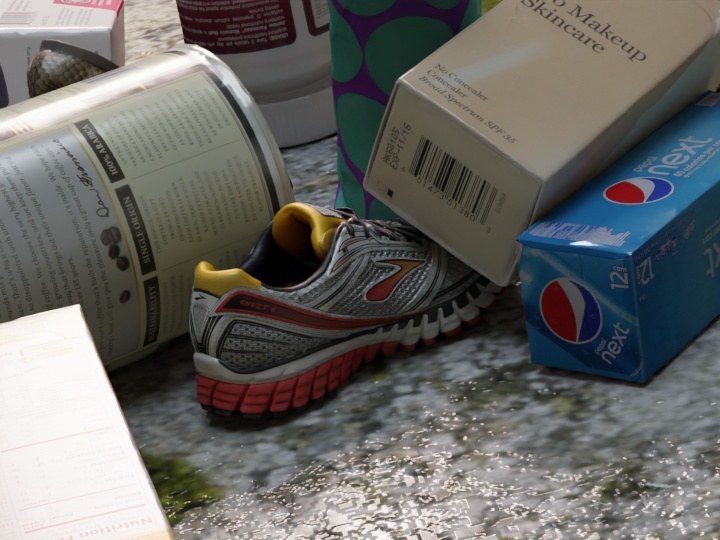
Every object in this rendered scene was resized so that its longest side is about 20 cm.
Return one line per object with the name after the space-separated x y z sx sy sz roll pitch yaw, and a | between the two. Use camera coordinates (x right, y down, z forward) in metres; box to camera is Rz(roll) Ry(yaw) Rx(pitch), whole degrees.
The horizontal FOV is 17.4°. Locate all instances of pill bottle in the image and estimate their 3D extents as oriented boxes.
-0.065 -0.185 1.481 0.109 0.200 0.110 -10 22 4 | pill bottle

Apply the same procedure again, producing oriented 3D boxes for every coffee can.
-0.151 -0.015 1.178 0.200 0.147 0.146 -22 24 -27 | coffee can

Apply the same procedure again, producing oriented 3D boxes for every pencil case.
0.019 -0.102 1.236 0.092 0.200 0.085 21 45 30 | pencil case

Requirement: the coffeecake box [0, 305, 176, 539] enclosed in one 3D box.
-0.096 0.125 0.777 0.073 0.154 0.200 -13 26 -11 | coffeecake box

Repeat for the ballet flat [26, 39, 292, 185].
-0.113 -0.070 1.316 0.067 0.046 0.200 10 -13 40 | ballet flat

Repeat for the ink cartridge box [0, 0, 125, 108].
-0.256 -0.129 1.534 0.200 0.084 0.145 0 15 -3 | ink cartridge box

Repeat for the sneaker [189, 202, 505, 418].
0.000 0.000 1.153 0.078 0.082 0.200 10 29 45 | sneaker

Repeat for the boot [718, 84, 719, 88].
0.248 -0.159 1.470 0.201 0.071 0.144 -11 33 -24 | boot

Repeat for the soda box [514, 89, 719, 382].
0.155 -0.021 1.146 0.064 0.068 0.200 9 29 35 | soda box

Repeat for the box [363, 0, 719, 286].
0.101 -0.088 1.178 0.095 0.078 0.200 35 48 16 | box
